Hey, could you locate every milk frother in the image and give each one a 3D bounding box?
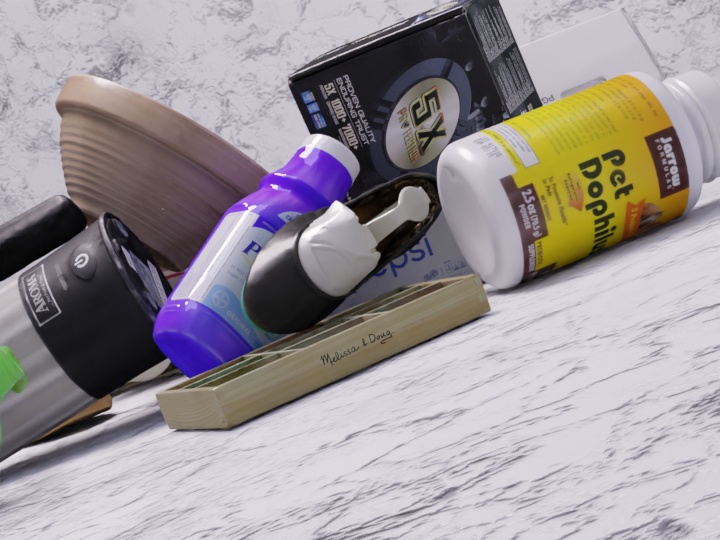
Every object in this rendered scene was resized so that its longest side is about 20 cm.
[{"bbox_3d":[-0.214,0.067,1.562,0.188,0.200,0.181,-32,34,7],"label":"milk frother"}]

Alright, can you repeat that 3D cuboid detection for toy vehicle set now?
[{"bbox_3d":[-0.026,0.054,1.376,0.200,0.027,0.124,-23,5,-24],"label":"toy vehicle set"}]

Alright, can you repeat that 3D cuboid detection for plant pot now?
[{"bbox_3d":[-0.161,-0.062,1.625,0.093,0.201,0.201,-61,13,-9],"label":"plant pot"}]

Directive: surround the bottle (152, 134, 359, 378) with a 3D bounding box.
[{"bbox_3d":[-0.066,-0.009,1.483,0.065,0.084,0.200,-7,43,50],"label":"bottle"}]

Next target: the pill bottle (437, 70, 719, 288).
[{"bbox_3d":[0.162,-0.070,1.463,0.200,0.110,0.109,-23,5,-15],"label":"pill bottle"}]

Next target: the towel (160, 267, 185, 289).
[{"bbox_3d":[-0.158,0.025,1.797,0.144,0.023,0.200,-14,-21,17],"label":"towel"}]

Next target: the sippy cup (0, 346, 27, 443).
[{"bbox_3d":[-0.312,0.117,1.389,0.177,0.140,0.130,3,-14,-15],"label":"sippy cup"}]

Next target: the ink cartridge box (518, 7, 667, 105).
[{"bbox_3d":[0.163,-0.122,1.795,0.145,0.085,0.200,-22,-18,-16],"label":"ink cartridge box"}]

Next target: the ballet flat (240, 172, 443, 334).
[{"bbox_3d":[-0.007,-0.023,1.442,0.068,0.068,0.200,-33,4,42],"label":"ballet flat"}]

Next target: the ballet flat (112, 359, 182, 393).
[{"bbox_3d":[-0.205,0.075,1.784,0.200,0.070,0.069,-17,6,35],"label":"ballet flat"}]

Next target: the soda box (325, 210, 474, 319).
[{"bbox_3d":[0.000,0.000,1.572,0.199,0.064,0.068,-21,4,-4],"label":"soda box"}]

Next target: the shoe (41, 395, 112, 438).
[{"bbox_3d":[-0.265,0.107,1.695,0.070,0.054,0.200,-24,5,-34],"label":"shoe"}]

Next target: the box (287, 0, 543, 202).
[{"bbox_3d":[0.062,-0.099,1.657,0.163,0.200,0.086,-18,11,25],"label":"box"}]
